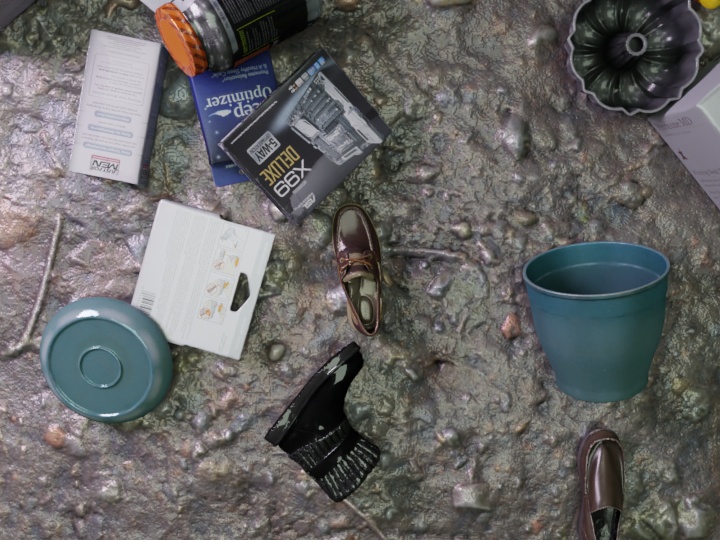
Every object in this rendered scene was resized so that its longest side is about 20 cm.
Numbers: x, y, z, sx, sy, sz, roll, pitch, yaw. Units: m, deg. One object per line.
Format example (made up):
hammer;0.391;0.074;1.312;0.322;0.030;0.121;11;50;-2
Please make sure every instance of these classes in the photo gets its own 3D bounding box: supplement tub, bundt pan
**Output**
supplement tub;-0.162;-0.346;1.062;0.200;0.122;0.123;-34;97;-19
bundt pan;0.391;-0.326;1.170;0.202;0.076;0.202;0;95;-5

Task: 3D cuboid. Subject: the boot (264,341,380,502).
boot;-0.024;0.225;1.185;0.158;0.079;0.211;39;102;0

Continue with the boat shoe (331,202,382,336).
boat shoe;0.000;0.000;1.172;0.072;0.072;0.200;-6;96;-4

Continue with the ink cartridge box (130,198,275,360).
ink cartridge box;-0.234;0.013;1.171;0.173;0.044;0.200;16;94;-6

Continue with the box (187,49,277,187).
box;-0.173;-0.229;1.143;0.121;0.032;0.200;-15;101;-16

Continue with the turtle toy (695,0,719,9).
turtle toy;0.512;-0.476;1.153;0.146;0.101;0.200;-33;96;0

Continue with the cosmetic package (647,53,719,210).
cosmetic package;0.567;-0.206;1.149;0.166;0.167;0.200;-41;96;1

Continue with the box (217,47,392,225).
box;-0.078;-0.189;1.135;0.200;0.050;0.158;-45;108;-8

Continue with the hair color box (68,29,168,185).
hair color box;-0.343;-0.229;1.132;0.099;0.061;0.200;11;94;-5

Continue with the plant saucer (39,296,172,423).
plant saucer;-0.374;0.137;1.155;0.200;0.027;0.200;1;107;4

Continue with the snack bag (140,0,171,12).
snack bag;-0.205;-0.421;1.104;0.189;0.021;0.200;36;94;-32

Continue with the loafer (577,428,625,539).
loafer;0.383;0.346;1.232;0.073;0.071;0.200;-3;95;-4

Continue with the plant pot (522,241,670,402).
plant pot;0.346;0.079;1.156;0.200;0.200;0.188;-12;111;-3

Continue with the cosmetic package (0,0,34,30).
cosmetic package;-0.535;-0.414;1.031;0.165;0.200;0.165;-41;97;0
